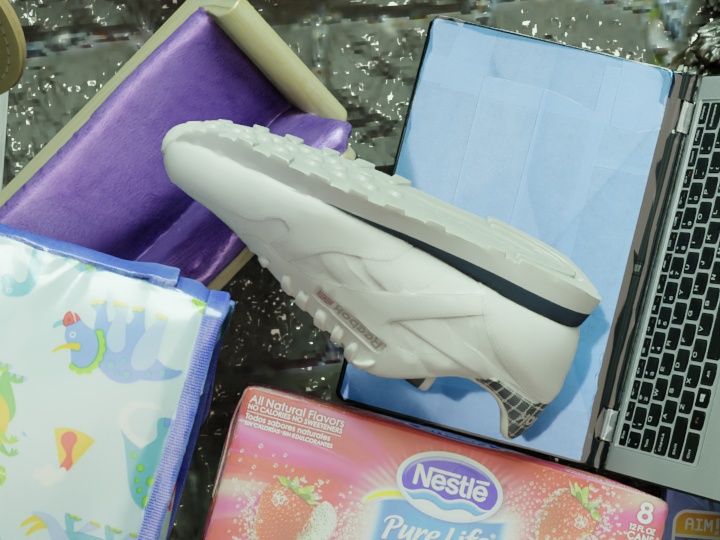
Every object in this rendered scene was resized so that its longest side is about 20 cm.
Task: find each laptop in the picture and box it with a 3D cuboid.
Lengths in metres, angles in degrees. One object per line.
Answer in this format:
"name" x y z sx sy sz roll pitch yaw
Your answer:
"laptop" 0.102 -0.010 0.919 0.115 0.200 0.189 15 87 -25

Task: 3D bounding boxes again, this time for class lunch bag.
"lunch bag" -0.155 0.077 0.852 0.169 0.128 0.201 16 108 -2

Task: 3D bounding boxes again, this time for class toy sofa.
"toy sofa" -0.102 -0.029 0.946 0.200 0.098 0.083 -46 118 -3

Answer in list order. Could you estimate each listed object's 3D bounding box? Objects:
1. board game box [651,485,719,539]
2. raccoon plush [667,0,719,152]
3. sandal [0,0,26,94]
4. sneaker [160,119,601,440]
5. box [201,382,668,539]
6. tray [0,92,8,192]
"board game box" 0.240 0.096 1.002 0.198 0.034 0.137 6 87 -3
"raccoon plush" 0.162 -0.171 0.984 0.134 0.097 0.200 40 87 7
"sandal" -0.227 -0.152 0.973 0.211 0.070 0.078 23 124 15
"sneaker" 0.000 0.000 0.891 0.199 0.076 0.081 26 106 1
"box" 0.029 0.121 0.959 0.199 0.100 0.096 15 88 -2
"tray" -0.225 -0.025 0.989 0.106 0.022 0.202 4 88 -2
